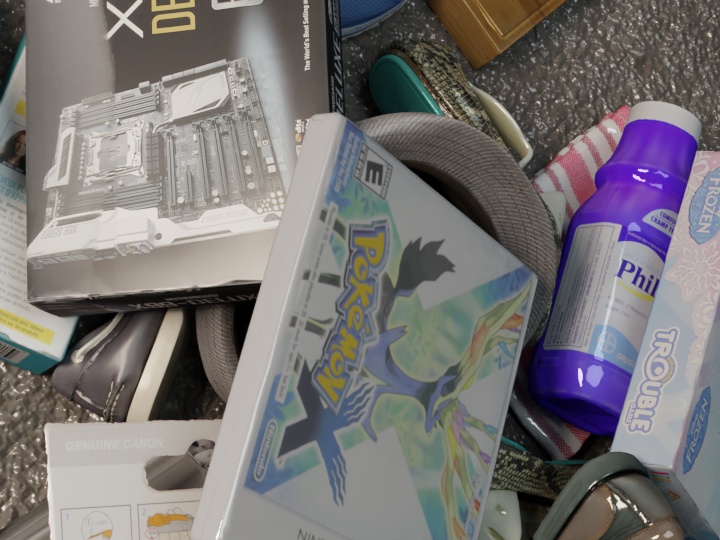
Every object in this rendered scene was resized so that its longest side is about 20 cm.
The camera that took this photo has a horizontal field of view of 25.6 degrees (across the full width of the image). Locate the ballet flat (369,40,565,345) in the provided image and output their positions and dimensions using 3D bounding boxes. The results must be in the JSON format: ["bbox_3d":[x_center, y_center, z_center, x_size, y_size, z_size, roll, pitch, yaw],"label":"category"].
[{"bbox_3d":[0.078,-0.054,0.940,0.075,0.068,0.201,-15,70,-37],"label":"ballet flat"}]

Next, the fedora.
[{"bbox_3d":[0.000,0.000,0.871,0.200,0.090,0.177,-42,113,2],"label":"fedora"}]

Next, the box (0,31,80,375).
[{"bbox_3d":[-0.166,-0.054,0.847,0.082,0.049,0.202,26,68,-19],"label":"box"}]

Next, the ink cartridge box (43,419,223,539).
[{"bbox_3d":[-0.074,0.171,0.718,0.160,0.050,0.202,2,76,-35],"label":"ink cartridge box"}]

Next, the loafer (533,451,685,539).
[{"bbox_3d":[0.110,0.193,0.854,0.071,0.201,0.063,0,33,-36],"label":"loafer"}]

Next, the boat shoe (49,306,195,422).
[{"bbox_3d":[-0.109,-0.015,0.855,0.062,0.073,0.202,17,72,1],"label":"boat shoe"}]

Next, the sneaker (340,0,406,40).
[{"bbox_3d":[-0.042,-0.179,0.916,0.198,0.089,0.079,-9,83,-28],"label":"sneaker"}]

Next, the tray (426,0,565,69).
[{"bbox_3d":[0.055,-0.240,1.010,0.098,0.037,0.201,-40,98,-28],"label":"tray"}]

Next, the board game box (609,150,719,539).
[{"bbox_3d":[0.223,0.066,0.960,0.199,0.043,0.202,50,54,-49],"label":"board game box"}]

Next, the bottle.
[{"bbox_3d":[0.161,-0.004,0.958,0.083,0.065,0.202,32,67,-32],"label":"bottle"}]

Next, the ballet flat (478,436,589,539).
[{"bbox_3d":[0.085,0.134,0.886,0.199,0.068,0.076,20,48,-46],"label":"ballet flat"}]

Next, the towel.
[{"bbox_3d":[0.147,0.004,1.002,0.200,0.030,0.147,-40,96,-28],"label":"towel"}]

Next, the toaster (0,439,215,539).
[{"bbox_3d":[-0.107,0.170,0.790,0.129,0.113,0.201,-35,96,-32],"label":"toaster"}]

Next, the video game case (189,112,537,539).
[{"bbox_3d":[0.011,0.057,0.744,0.182,0.022,0.202,35,63,-45],"label":"video game case"}]

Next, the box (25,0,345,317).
[{"bbox_3d":[-0.087,-0.084,0.792,0.156,0.050,0.202,-4,78,10],"label":"box"}]
